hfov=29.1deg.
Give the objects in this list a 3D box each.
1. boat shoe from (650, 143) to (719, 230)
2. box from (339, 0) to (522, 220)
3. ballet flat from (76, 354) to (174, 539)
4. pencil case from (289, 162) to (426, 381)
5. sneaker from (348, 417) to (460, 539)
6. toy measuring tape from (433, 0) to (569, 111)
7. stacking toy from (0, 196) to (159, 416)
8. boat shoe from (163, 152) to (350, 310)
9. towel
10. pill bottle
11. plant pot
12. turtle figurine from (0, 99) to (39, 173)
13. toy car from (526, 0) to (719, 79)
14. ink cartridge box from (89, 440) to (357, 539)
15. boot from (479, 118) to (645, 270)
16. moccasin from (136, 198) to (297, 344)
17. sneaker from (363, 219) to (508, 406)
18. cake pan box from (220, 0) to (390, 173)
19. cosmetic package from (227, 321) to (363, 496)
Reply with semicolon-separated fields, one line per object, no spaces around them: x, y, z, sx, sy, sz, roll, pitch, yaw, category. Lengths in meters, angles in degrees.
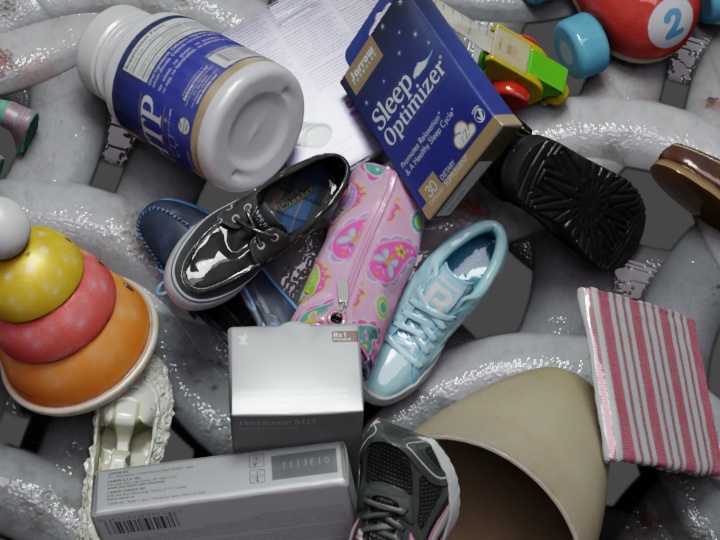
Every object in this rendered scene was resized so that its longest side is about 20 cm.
0.366;-0.061;1.289;0.200;0.070;0.070;35;79;-1;boat shoe
0.049;-0.159;1.212;0.032;0.121;0.200;-6;55;-41;box
-0.199;0.154;1.181;0.071;0.072;0.201;5;70;-2;ballet flat
0.000;0.000;1.213;0.087;0.088;0.201;20;55;3;pencil case
0.023;0.212;1.036;0.080;0.201;0.086;9;27;25;sneaker
0.113;-0.202;1.300;0.199;0.073;0.074;24;68;-27;toy measuring tape
-0.262;0.013;1.140;0.145;0.200;0.147;-8;51;10;stacking toy
-0.082;-0.039;1.180;0.200;0.066;0.070;-35;88;-30;boat shoe
0.245;0.100;1.180;0.030;0.200;0.147;-20;67;35;towel
-0.158;-0.162;1.240;0.200;0.120;0.120;31;70;33;pill bottle
0.129;0.166;1.131;0.187;0.188;0.200;37;39;9;plant pot
-0.402;-0.153;1.260;0.199;0.101;0.150;29;72;0;turtle figurine
0.263;-0.307;1.295;0.184;0.200;0.178;-24;74;-11;toy car
-0.098;0.213;1.112;0.199;0.174;0.044;-7;49;2;ink cartridge box
0.156;-0.086;1.272;0.158;0.211;0.080;30;87;49;boot
-0.124;0.011;1.217;0.200;0.081;0.068;39;33;11;moccasin
0.062;0.029;1.231;0.074;0.082;0.200;33;72;9;sneaker
-0.019;-0.183;1.315;0.199;0.052;0.185;-32;78;-13;cake pan box
-0.053;0.129;1.123;0.106;0.200;0.091;-3;58;-3;cosmetic package
